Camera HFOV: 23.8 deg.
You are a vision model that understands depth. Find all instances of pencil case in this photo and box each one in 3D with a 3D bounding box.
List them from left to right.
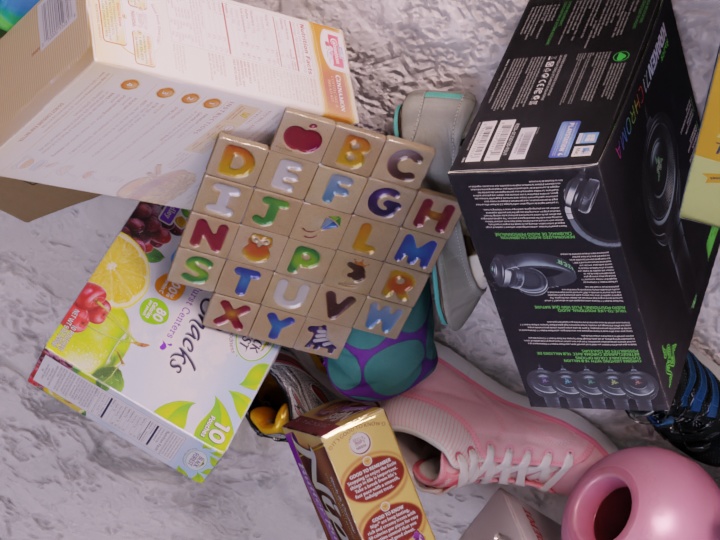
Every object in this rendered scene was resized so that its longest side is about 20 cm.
[{"bbox_3d":[0.000,0.000,1.201,0.092,0.085,0.201,6,134,19],"label":"pencil case"}]

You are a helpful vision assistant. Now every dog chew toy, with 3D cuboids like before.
[{"bbox_3d":[0.240,0.209,1.260,0.124,0.125,0.199,-23,139,40],"label":"dog chew toy"}]

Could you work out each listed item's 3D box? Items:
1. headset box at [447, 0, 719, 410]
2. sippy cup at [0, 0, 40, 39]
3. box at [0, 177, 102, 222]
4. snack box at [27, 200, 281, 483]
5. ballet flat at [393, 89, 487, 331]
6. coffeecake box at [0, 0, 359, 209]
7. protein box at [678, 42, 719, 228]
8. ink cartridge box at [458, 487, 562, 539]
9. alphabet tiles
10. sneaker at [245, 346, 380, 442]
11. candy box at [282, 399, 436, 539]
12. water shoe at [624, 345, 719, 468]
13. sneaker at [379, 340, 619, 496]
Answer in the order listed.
[{"bbox_3d":[0.144,-0.036,1.026,0.092,0.175,0.201,0,131,27],"label":"headset box"},{"bbox_3d":[-0.243,-0.236,1.066,0.130,0.140,0.179,27,98,14],"label":"sippy cup"},{"bbox_3d":[-0.265,-0.096,1.222,0.163,0.021,0.200,-16,150,38],"label":"box"},{"bbox_3d":[-0.126,0.034,1.210,0.142,0.201,0.053,32,137,-6],"label":"snack box"},{"bbox_3d":[0.071,-0.035,1.147,0.063,0.068,0.201,-3,132,15],"label":"ballet flat"},{"bbox_3d":[-0.127,-0.109,1.090,0.199,0.074,0.153,9,151,-40],"label":"coffeecake box"},{"bbox_3d":[0.258,-0.141,0.846,0.134,0.201,0.199,16,137,11],"label":"protein box"},{"bbox_3d":[0.172,0.275,1.310,0.199,0.147,0.083,33,104,-19],"label":"ink cartridge box"},{"bbox_3d":[-0.031,-0.019,1.121,0.165,0.006,0.201,15,132,-11],"label":"alphabet tiles"},{"bbox_3d":[-0.050,0.112,1.338,0.078,0.082,0.200,-23,120,40],"label":"sneaker"},{"bbox_3d":[0.015,0.197,1.245,0.201,0.056,0.117,67,165,-6],"label":"candy box"},{"bbox_3d":[0.204,0.082,1.184,0.071,0.079,0.200,-17,123,37],"label":"water shoe"},{"bbox_3d":[0.098,0.140,1.276,0.199,0.105,0.075,30,136,-5],"label":"sneaker"}]
